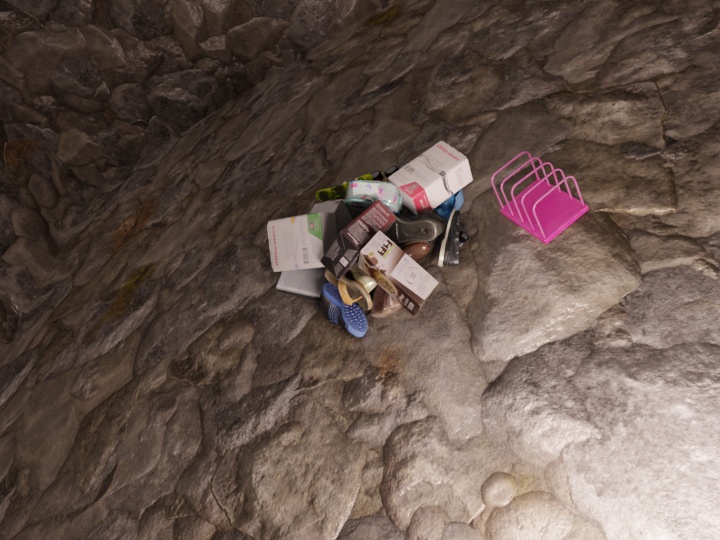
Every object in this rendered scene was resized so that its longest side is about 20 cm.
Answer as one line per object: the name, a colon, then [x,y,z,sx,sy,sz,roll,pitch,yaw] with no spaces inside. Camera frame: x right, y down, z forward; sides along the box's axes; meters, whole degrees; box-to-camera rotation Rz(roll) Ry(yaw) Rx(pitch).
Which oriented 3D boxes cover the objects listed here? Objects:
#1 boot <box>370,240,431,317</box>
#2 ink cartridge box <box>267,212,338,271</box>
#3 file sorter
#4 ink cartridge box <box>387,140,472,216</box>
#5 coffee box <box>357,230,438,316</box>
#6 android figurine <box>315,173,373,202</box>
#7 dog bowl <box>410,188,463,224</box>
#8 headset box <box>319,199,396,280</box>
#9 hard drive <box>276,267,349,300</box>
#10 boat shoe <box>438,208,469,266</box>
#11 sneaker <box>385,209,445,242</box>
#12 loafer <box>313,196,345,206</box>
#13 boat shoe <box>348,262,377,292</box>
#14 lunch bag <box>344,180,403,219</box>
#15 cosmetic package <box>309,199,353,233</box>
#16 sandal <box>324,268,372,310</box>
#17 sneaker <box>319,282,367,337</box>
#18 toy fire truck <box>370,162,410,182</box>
boot: [0.109,0.027,1.601,0.184,0.064,0.202,-27,35,29]
ink cartridge box: [-0.160,-0.079,1.684,0.197,0.149,0.087,-6,1,34]
file sorter: [0.440,-0.193,1.499,0.138,0.126,0.200,-37,35,-1]
ink cartridge box: [0.201,-0.263,1.716,0.198,0.085,0.145,-35,43,-6]
coffee box: [0.092,0.009,1.504,0.199,0.113,0.080,41,74,9]
android figurine: [-0.044,-0.250,1.818,0.179,0.042,0.199,-14,8,31]
dog bowl: [0.226,-0.177,1.734,0.111,0.050,0.201,19,64,50]
headset box: [0.000,-0.087,1.589,0.200,0.075,0.149,-43,-5,-40]
hard drive: [-0.135,0.018,1.769,0.196,0.033,0.142,11,62,15]
boat shoe: [0.257,-0.086,1.596,0.065,0.076,0.201,11,44,12]
sneaker: [0.147,-0.122,1.640,0.196,0.078,0.113,3,14,36]
loafer: [-0.078,-0.226,2.016,0.197,0.074,0.071,14,98,38]
boat shoe: [0.000,0.000,1.670,0.062,0.074,0.201,-31,36,-2]
lunch bag: [0.045,-0.186,1.702,0.157,0.200,0.079,10,77,14]
cosmetic package: [-0.066,-0.106,1.778,0.105,0.201,0.091,-6,45,36]
sandal: [-0.039,0.056,1.603,0.054,0.081,0.199,-38,48,-22]
sneaker: [-0.049,0.123,1.637,0.069,0.079,0.201,-10,43,-33]
toy fire truck: [0.089,-0.216,1.855,0.173,0.130,0.201,-9,34,34]
